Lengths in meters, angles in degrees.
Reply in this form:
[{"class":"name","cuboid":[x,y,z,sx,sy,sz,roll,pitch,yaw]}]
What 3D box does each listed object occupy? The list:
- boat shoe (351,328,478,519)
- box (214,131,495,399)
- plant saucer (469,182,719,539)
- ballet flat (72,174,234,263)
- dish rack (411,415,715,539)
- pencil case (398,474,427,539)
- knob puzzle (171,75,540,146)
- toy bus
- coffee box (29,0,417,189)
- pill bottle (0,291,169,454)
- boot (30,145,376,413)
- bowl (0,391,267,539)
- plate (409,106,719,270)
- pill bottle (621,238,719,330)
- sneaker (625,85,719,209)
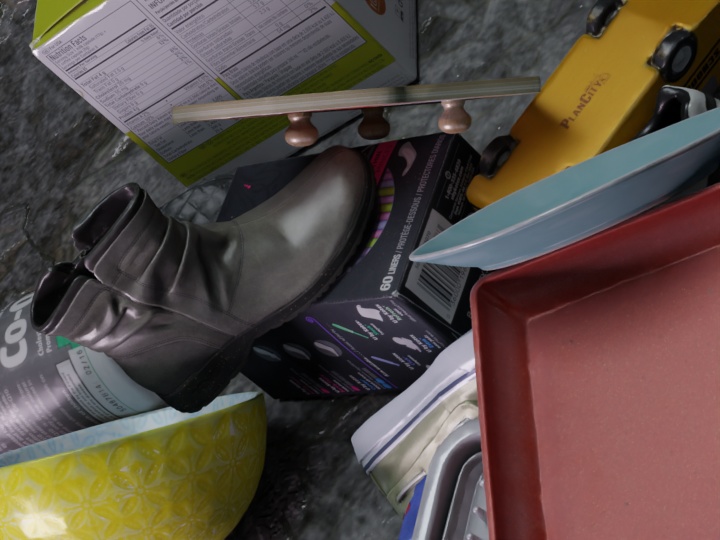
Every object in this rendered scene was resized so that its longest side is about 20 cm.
[{"class":"boat shoe","cuboid":[0.069,0.075,1.277,0.062,0.072,0.200,59,139,12]},{"class":"box","cuboid":[0.000,0.000,1.414,0.199,0.106,0.123,-8,52,44]},{"class":"plant saucer","cuboid":[0.151,0.063,1.083,0.199,0.037,0.201,-23,52,27]},{"class":"ballet flat","cuboid":[-0.153,0.001,1.614,0.200,0.066,0.057,-35,42,21]},{"class":"dish rack","cuboid":[0.096,0.171,1.114,0.171,0.043,0.201,-4,63,37]},{"class":"pencil case","cuboid":[0.048,0.201,1.207,0.086,0.078,0.201,9,60,16]},{"class":"knob puzzle","cuboid":[-0.014,-0.091,1.344,0.219,0.219,0.031,0,96,47]},{"class":"toy bus","cuboid":[0.151,-0.096,1.348,0.065,0.078,0.200,32,81,34]},{"class":"coffee box","cuboid":[-0.095,-0.213,1.631,0.199,0.198,0.201,-29,40,27]},{"class":"pill bottle","cuboid":[-0.219,0.073,1.579,0.199,0.113,0.114,-23,43,32]},{"class":"boot","cuboid":[-0.091,-0.014,1.324,0.200,0.130,0.068,-48,37,7]},{"class":"bowl","cuboid":[-0.144,0.152,1.413,0.199,0.200,0.108,-14,90,39]},{"class":"plate","cuboid":[0.120,-0.038,1.179,0.199,0.026,0.200,-25,4,2]},{"class":"pill bottle","cuboid":[0.194,0.027,1.175,0.200,0.111,0.111,-39,37,15]},{"class":"sneaker","cuboid":[0.147,-0.020,1.299,0.200,0.080,0.074,-54,38,-2]}]
